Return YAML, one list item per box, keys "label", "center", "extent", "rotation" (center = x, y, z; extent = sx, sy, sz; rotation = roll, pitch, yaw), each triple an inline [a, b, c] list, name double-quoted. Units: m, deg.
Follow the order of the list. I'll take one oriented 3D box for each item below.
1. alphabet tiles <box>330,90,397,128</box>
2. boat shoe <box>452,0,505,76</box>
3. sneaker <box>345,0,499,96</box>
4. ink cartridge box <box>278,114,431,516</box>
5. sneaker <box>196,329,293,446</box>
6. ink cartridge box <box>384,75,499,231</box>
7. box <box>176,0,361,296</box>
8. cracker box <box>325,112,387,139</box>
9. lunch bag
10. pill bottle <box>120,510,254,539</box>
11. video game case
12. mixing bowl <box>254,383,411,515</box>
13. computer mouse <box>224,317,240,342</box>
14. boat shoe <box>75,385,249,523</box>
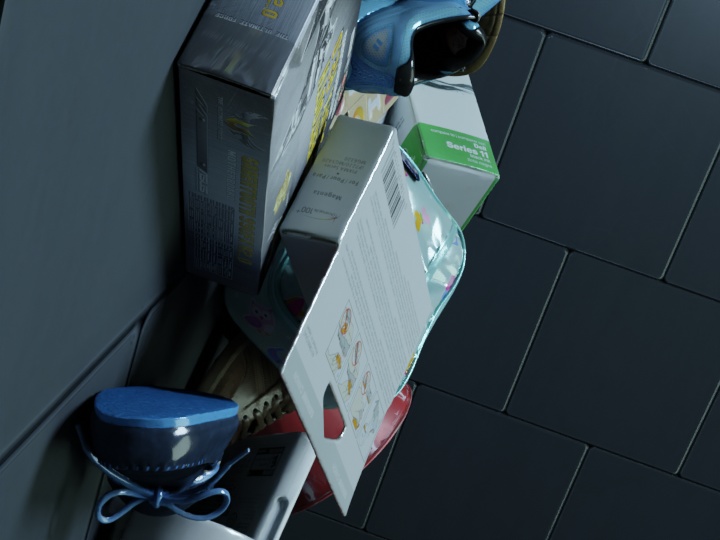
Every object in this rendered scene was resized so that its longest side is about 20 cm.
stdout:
- label: "alphabet tiles"
  center: [0.012, -0.192, 0.822]
  extent: [0.200, 0.006, 0.167]
  rotation: [-53, 148, -50]
- label: "boat shoe"
  center: [0.078, -0.249, 0.853]
  extent: [0.065, 0.073, 0.201]
  rotation: [-81, 173, -50]
- label: "sneaker"
  center: [0.054, -0.165, 0.763]
  extent: [0.200, 0.090, 0.079]
  rotation: [-42, 147, -39]
- label: "ink cartridge box"
  center: [-0.011, 0.034, 0.693]
  extent: [0.200, 0.043, 0.174]
  rotation: [74, 36, -54]
- label: "sneaker"
  center: [-0.072, 0.085, 0.859]
  extent: [0.200, 0.075, 0.071]
  rotation: [-56, 173, -37]
- label: "ink cartridge box"
  center: [0.049, -0.120, 1.073]
  extent: [0.147, 0.083, 0.200]
  rotation: [122, -31, -42]
- label: "box"
  center: [-0.045, -0.101, 0.595]
  extent: [0.200, 0.048, 0.159]
  rotation: [105, 5, -61]
- label: "cracker box"
  center: [-0.013, -0.128, 0.972]
  extent: [0.134, 0.057, 0.201]
  rotation: [-58, 166, -74]
- label: "lunch bag"
  center: [0.000, 0.000, 0.857]
  extent: [0.077, 0.160, 0.200]
  rotation: [-11, -143, 47]
- label: "pill bottle"
  center: [-0.130, 0.248, 0.656]
  extent: [0.114, 0.114, 0.201]
  rotation: [103, 7, -69]
- label: "video game case"
  center: [-0.112, 0.210, 0.829]
  extent: [0.200, 0.023, 0.182]
  rotation: [-20, -139, 61]
- label: "mixing bowl"
  center: [-0.055, 0.147, 1.157]
  extent: [0.200, 0.108, 0.200]
  rotation: [-36, -166, 10]
- label: "computer mouse"
  center: [-0.080, 0.006, 0.960]
  extent: [0.059, 0.034, 0.200]
  rotation: [-59, 177, 27]
- label: "boat shoe"
  center: [-0.096, 0.099, 0.584]
  extent: [0.200, 0.084, 0.069]
  rotation: [65, 33, -83]
